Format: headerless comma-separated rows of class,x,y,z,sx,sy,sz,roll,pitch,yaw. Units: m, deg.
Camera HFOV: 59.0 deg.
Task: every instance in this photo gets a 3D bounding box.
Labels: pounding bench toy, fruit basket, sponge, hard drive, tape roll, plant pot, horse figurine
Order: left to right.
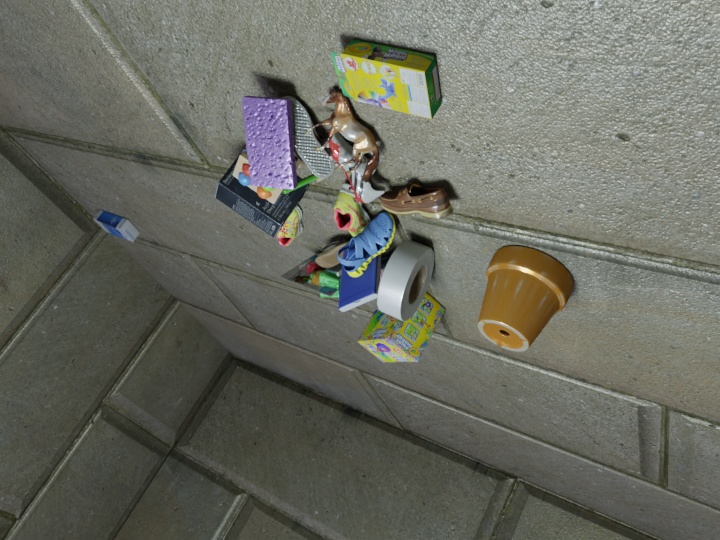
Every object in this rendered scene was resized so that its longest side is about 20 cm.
sponge,-0.201,-0.283,1.414,0.110,0.030,0.202,7,116,19
pounding bench toy,-0.189,-0.242,1.555,0.199,0.157,0.124,34,157,-8
fruit basket,-0.116,0.005,1.963,0.199,0.185,0.095,24,126,26
horse figurine,-0.026,-0.283,1.367,0.200,0.050,0.132,42,118,-15
hard drive,0.000,0.000,1.702,0.131,0.202,0.025,-25,137,36
tape roll,0.120,0.026,1.653,0.070,0.203,0.203,22,155,22
plant pot,0.364,0.077,1.468,0.199,0.184,0.201,26,157,12

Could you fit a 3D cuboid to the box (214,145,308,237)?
box,-0.267,-0.214,1.718,0.199,0.149,0.107,33,157,-6

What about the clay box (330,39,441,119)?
clay box,0.047,-0.355,1.172,0.198,0.048,0.115,22,155,25

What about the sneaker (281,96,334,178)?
sneaker,-0.131,-0.303,1.455,0.201,0.078,0.079,60,-179,-18

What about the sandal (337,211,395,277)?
sandal,0.011,-0.068,1.628,0.087,0.201,0.080,20,-155,-46

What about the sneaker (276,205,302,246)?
sneaker,-0.222,-0.139,1.888,0.078,0.091,0.201,25,155,19

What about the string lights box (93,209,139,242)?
string lights box,-1.120,-0.204,2.918,0.198,0.059,0.103,18,154,29

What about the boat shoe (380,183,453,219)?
boat shoe,0.122,-0.167,1.442,0.199,0.072,0.068,14,131,44

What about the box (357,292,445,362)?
box,0.124,0.169,1.943,0.122,0.194,0.199,39,155,-19

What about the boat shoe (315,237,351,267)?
boat shoe,-0.051,-0.066,1.855,0.199,0.065,0.072,-22,134,41

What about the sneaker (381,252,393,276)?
sneaker,0.059,-0.010,1.821,0.081,0.071,0.200,28,156,0

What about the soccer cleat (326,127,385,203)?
soccer cleat,-0.009,-0.245,1.454,0.084,0.069,0.201,-17,120,20

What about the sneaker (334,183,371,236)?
sneaker,-0.031,-0.134,1.641,0.078,0.091,0.201,19,155,23
